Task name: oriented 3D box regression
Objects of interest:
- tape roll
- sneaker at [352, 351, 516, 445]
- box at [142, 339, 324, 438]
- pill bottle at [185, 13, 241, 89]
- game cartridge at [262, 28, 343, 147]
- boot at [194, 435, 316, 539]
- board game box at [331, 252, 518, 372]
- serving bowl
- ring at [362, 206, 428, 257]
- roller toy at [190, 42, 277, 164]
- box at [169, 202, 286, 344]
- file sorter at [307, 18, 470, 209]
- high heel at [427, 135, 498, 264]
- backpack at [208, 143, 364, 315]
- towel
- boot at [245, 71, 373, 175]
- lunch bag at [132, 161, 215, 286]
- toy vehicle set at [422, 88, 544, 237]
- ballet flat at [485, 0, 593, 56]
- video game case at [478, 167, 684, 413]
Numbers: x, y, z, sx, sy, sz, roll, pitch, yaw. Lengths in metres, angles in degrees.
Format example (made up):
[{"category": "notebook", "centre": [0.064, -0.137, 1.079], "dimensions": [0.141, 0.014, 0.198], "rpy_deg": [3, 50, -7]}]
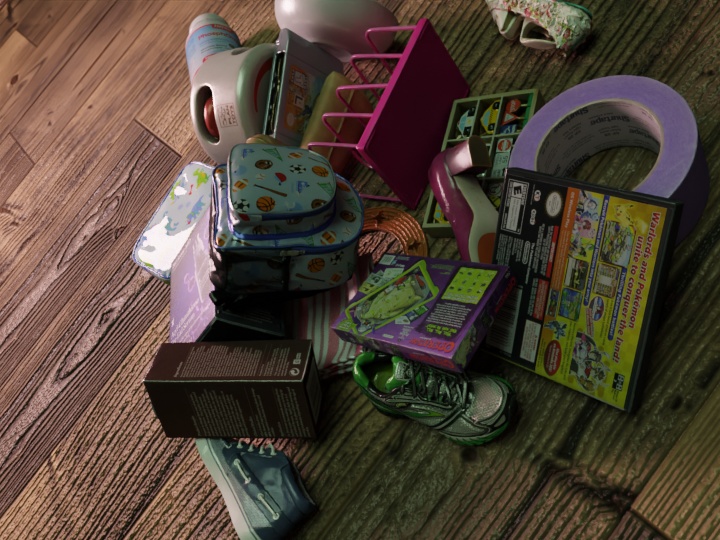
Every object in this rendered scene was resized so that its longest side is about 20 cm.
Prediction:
[{"category": "tape roll", "centre": [0.268, -0.106, 0.771], "dimensions": [0.197, 0.085, 0.203], "rpy_deg": [-17, 55, 25]}, {"category": "sneaker", "centre": [0.073, 0.133, 0.761], "dimensions": [0.197, 0.085, 0.079], "rpy_deg": [2, 64, 36]}, {"category": "box", "centre": [-0.148, 0.145, 0.853], "dimensions": [0.196, 0.102, 0.076], "rpy_deg": [-3, 36, 9]}, {"category": "pill bottle", "centre": [-0.269, -0.391, 1.316], "dimensions": [0.108, 0.109, 0.202], "rpy_deg": [-32, 49, 15]}, {"category": "game cartridge", "centre": [-0.081, -0.241, 1.058], "dimensions": [0.041, 0.132, 0.204], "rpy_deg": [-3, 77, 47]}, {"category": "boot", "centre": [-0.130, 0.239, 0.861], "dimensions": [0.090, 0.073, 0.201], "rpy_deg": [-38, 54, -2]}, {"category": "board game box", "centre": [0.064, 0.039, 0.775], "dimensions": [0.198, 0.032, 0.120], "rpy_deg": [9, 51, 52]}, {"category": "serving bowl", "centre": [-0.043, -0.370, 1.095], "dimensions": [0.198, 0.198, 0.067], "rpy_deg": [14, 91, 40]}, {"category": "ring", "centre": [0.000, 0.000, 0.942], "dimensions": [0.198, 0.019, 0.204], "rpy_deg": [-19, 53, 27]}, {"category": "roller toy", "centre": [-0.160, -0.250, 1.099], "dimensions": [0.138, 0.182, 0.203], "rpy_deg": [2, 64, 35]}, {"category": "box", "centre": [-0.185, 0.036, 0.961], "dimensions": [0.148, 0.103, 0.202], "rpy_deg": [-47, 40, 35]}, {"category": "file sorter", "centre": [0.036, -0.213, 0.966], "dimensions": [0.124, 0.139, 0.203], "rpy_deg": [13, 70, 41]}, {"category": "high heel", "centre": [0.125, -0.051, 0.839], "dimensions": [0.096, 0.066, 0.204], "rpy_deg": [-30, 58, 57]}, {"category": "backpack", "centre": [-0.089, -0.062, 0.868], "dimensions": [0.155, 0.187, 0.203], "rpy_deg": [112, 156, -45]}, {"category": "towel", "centre": [-0.063, 0.069, 0.915], "dimensions": [0.197, 0.030, 0.149], "rpy_deg": [-20, 55, 30]}, {"category": "boot", "centre": [-0.070, -0.199, 1.002], "dimensions": [0.065, 0.175, 0.203], "rpy_deg": [4, 63, 36]}, {"category": "lunch bag", "centre": [-0.269, -0.071, 1.135], "dimensions": [0.159, 0.082, 0.202], "rpy_deg": [21, 76, 41]}, {"category": "toy vehicle set", "centre": [0.159, -0.138, 0.907], "dimensions": [0.122, 0.026, 0.203], "rpy_deg": [-1, 63, 35]}, {"category": "ballet flat", "centre": [0.226, -0.342, 0.959], "dimensions": [0.200, 0.075, 0.065], "rpy_deg": [42, 105, 47]}, {"category": "video game case", "centre": [0.209, 0.013, 0.704], "dimensions": [0.179, 0.025, 0.204], "rpy_deg": [21, 111, 42]}]
